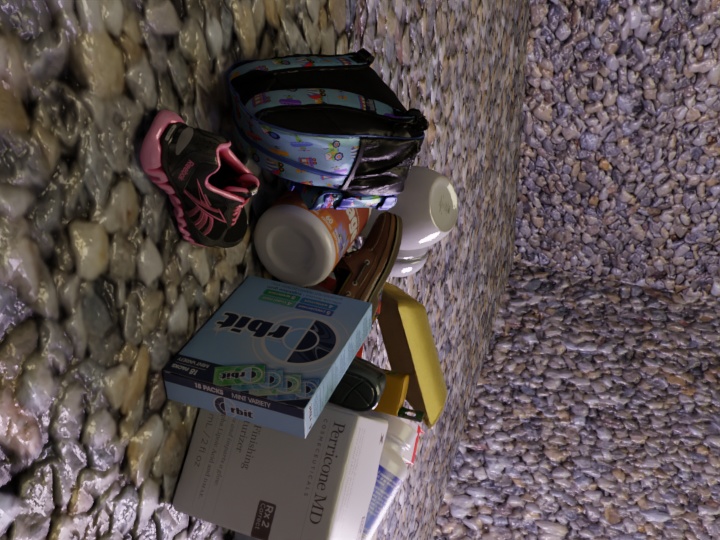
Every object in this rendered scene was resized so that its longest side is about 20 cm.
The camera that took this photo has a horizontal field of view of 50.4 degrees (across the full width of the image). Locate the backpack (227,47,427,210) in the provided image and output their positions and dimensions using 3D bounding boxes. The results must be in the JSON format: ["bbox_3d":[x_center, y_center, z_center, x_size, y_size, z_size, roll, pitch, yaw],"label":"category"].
[{"bbox_3d":[-0.052,-0.157,0.852,0.198,0.183,0.136,-5,134,-30],"label":"backpack"}]

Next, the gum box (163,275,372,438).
[{"bbox_3d":[-0.098,0.089,0.875,0.200,0.168,0.045,-55,151,-53],"label":"gum box"}]

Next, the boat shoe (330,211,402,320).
[{"bbox_3d":[0.000,0.000,1.015,0.072,0.067,0.202,-44,-156,60],"label":"boat shoe"}]

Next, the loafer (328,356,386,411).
[{"bbox_3d":[-0.061,0.117,0.968,0.063,0.198,0.073,-43,153,-64],"label":"loafer"}]

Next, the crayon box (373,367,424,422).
[{"bbox_3d":[-0.005,0.154,1.045,0.126,0.197,0.052,37,65,-82],"label":"crayon box"}]

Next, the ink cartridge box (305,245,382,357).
[{"bbox_3d":[-0.026,0.034,1.075,0.051,0.108,0.201,-58,-168,31],"label":"ink cartridge box"}]

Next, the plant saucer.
[{"bbox_3d":[0.075,0.113,1.170,0.200,0.048,0.203,-141,-145,-74],"label":"plant saucer"}]

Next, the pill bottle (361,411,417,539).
[{"bbox_3d":[-0.002,0.295,1.075,0.201,0.111,0.112,-57,157,-13],"label":"pill bottle"}]

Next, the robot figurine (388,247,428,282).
[{"bbox_3d":[0.071,-0.075,1.396,0.169,0.112,0.203,-24,126,-44],"label":"robot figurine"}]

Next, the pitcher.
[{"bbox_3d":[0.045,-0.116,1.154,0.121,0.198,0.174,17,75,-50],"label":"pitcher"}]

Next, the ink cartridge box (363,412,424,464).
[{"bbox_3d":[0.025,0.268,1.252,0.200,0.115,0.068,48,51,-60],"label":"ink cartridge box"}]

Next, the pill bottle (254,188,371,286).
[{"bbox_3d":[-0.051,-0.075,1.016,0.200,0.111,0.113,-56,151,-52],"label":"pill bottle"}]

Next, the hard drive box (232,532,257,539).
[{"bbox_3d":[-0.106,0.342,1.163,0.200,0.076,0.158,38,65,-70],"label":"hard drive box"}]

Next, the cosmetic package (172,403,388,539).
[{"bbox_3d":[-0.090,0.238,0.943,0.165,0.197,0.167,42,61,-70],"label":"cosmetic package"}]

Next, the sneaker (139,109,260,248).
[{"bbox_3d":[-0.140,-0.077,0.766,0.200,0.094,0.080,67,37,-63],"label":"sneaker"}]
